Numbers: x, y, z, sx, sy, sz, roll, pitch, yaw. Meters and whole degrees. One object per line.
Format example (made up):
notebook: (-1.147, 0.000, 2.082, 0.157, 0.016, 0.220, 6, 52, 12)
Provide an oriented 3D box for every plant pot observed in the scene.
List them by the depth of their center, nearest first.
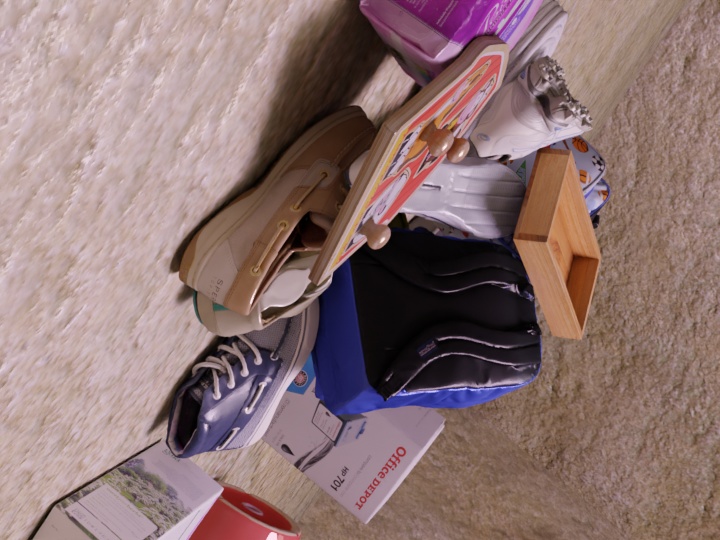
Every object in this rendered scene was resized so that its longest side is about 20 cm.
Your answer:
plant pot: (-0.178, 0.385, 1.487, 0.178, 0.199, 0.200, -62, 171, -1)

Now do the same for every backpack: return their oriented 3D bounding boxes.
backpack: (0.055, 0.048, 1.060, 0.199, 0.164, 0.168, -1, 166, -26)
backpack: (0.157, -0.093, 1.247, 0.200, 0.190, 0.155, -37, 158, -36)

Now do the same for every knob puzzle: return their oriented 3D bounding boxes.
knob puzzle: (0.055, -0.087, 0.817, 0.220, 0.030, 0.220, -49, 171, -10)

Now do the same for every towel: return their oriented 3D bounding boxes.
towel: (0.040, -0.048, 1.179, 0.018, 0.087, 0.200, -19, 167, -1)

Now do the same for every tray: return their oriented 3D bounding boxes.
tray: (0.195, -0.021, 1.118, 0.200, 0.037, 0.099, 58, 45, -56)

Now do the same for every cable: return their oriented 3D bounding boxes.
cable: (0.121, -0.184, 1.095, 0.201, 0.069, 0.200, -57, 170, 26)

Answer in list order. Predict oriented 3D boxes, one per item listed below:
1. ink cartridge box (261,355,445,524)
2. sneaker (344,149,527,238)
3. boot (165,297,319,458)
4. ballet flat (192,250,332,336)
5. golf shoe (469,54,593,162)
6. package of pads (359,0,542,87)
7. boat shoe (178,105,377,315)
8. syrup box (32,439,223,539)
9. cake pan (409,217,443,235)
ink cartridge box: (-0.020, 0.184, 1.393, 0.147, 0.200, 0.086, -57, 169, 29)
sneaker: (0.073, -0.079, 1.041, 0.199, 0.071, 0.074, 13, 100, -41)
boot: (-0.108, 0.087, 1.034, 0.090, 0.073, 0.201, -9, 128, -49)
ballet flat: (-0.058, 0.007, 0.922, 0.070, 0.069, 0.200, -56, 170, 27)
golf shoe: (0.149, -0.140, 1.032, 0.097, 0.079, 0.200, -34, 173, 20)
package of pads: (0.071, -0.193, 0.808, 0.121, 0.075, 0.200, -55, 170, 4)
boat shoe: (-0.044, -0.041, 0.835, 0.200, 0.069, 0.074, -47, 170, -28)
syrup box: (-0.211, 0.230, 1.027, 0.082, 0.079, 0.200, -55, 171, 16)
cake pan: (0.052, 0.000, 1.552, 0.201, 0.037, 0.200, -50, 170, -12)
